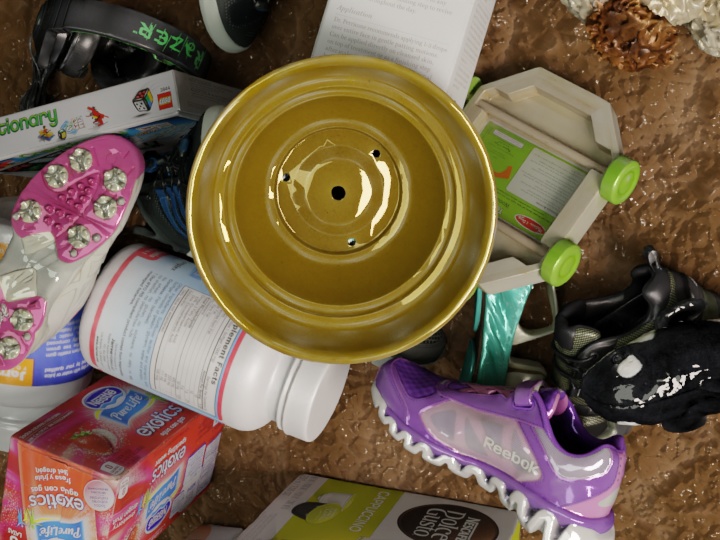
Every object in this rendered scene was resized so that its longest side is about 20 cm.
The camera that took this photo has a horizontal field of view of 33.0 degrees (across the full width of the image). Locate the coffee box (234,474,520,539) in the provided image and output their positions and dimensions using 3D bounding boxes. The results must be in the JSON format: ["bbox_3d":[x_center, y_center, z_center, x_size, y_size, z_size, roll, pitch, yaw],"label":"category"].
[{"bbox_3d":[0.007,0.298,0.936,0.197,0.200,0.201,7,105,18],"label":"coffee box"}]

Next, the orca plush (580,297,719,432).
[{"bbox_3d":[0.254,0.081,0.814,0.199,0.071,0.106,5,116,-15],"label":"orca plush"}]

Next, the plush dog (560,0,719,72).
[{"bbox_3d":[0.158,-0.213,0.762,0.160,0.172,0.201,-13,100,23],"label":"plush dog"}]

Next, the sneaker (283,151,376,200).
[{"bbox_3d":[-0.035,-0.066,0.930,0.090,0.066,0.201,33,110,12],"label":"sneaker"}]

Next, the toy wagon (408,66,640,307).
[{"bbox_3d":[0.093,-0.047,0.854,0.155,0.040,0.200,35,88,33],"label":"toy wagon"}]

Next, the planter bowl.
[{"bbox_3d":[-0.013,-0.045,0.811,0.199,0.083,0.201,-1,104,-3],"label":"planter bowl"}]

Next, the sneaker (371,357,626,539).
[{"bbox_3d":[0.100,0.106,0.836,0.200,0.080,0.089,31,115,23],"label":"sneaker"}]

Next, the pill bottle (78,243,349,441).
[{"bbox_3d":[-0.114,0.061,0.969,0.199,0.109,0.109,21,110,14],"label":"pill bottle"}]

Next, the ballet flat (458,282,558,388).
[{"bbox_3d":[0.110,0.055,0.911,0.070,0.067,0.201,9,109,4],"label":"ballet flat"}]

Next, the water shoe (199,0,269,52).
[{"bbox_3d":[-0.061,-0.252,0.879,0.079,0.071,0.201,19,109,19],"label":"water shoe"}]

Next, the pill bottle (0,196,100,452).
[{"bbox_3d":[-0.279,0.047,1.025,0.112,0.112,0.201,13,107,17],"label":"pill bottle"}]

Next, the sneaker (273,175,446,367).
[{"bbox_3d":[0.000,0.000,0.901,0.200,0.078,0.091,36,114,-24],"label":"sneaker"}]

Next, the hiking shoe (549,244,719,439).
[{"bbox_3d":[0.161,0.067,0.873,0.101,0.076,0.200,36,106,-22],"label":"hiking shoe"}]

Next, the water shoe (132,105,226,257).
[{"bbox_3d":[-0.136,-0.061,0.908,0.079,0.200,0.072,13,65,-6],"label":"water shoe"}]

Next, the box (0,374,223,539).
[{"bbox_3d":[-0.192,0.155,0.972,0.095,0.200,0.100,18,109,14],"label":"box"}]

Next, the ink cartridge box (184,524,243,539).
[{"bbox_3d":[-0.146,0.325,0.999,0.050,0.200,0.163,0,104,20],"label":"ink cartridge box"}]

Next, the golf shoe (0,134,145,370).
[{"bbox_3d":[-0.223,-0.018,0.912,0.075,0.092,0.200,40,101,7],"label":"golf shoe"}]

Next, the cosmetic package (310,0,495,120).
[{"bbox_3d":[0.043,-0.208,0.836,0.101,0.071,0.201,19,95,14],"label":"cosmetic package"}]

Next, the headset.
[{"bbox_3d":[-0.204,-0.159,0.944,0.200,0.123,0.094,10,80,47],"label":"headset"}]

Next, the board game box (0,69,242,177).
[{"bbox_3d":[-0.194,-0.109,0.944,0.199,0.126,0.035,-10,86,22],"label":"board game box"}]
